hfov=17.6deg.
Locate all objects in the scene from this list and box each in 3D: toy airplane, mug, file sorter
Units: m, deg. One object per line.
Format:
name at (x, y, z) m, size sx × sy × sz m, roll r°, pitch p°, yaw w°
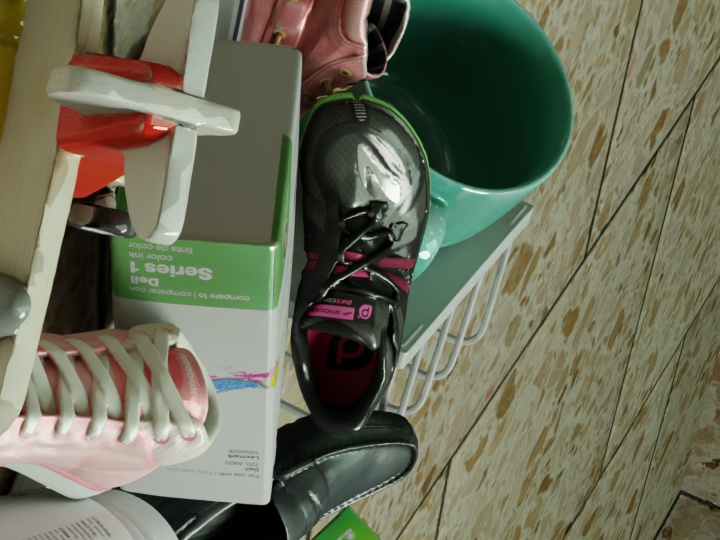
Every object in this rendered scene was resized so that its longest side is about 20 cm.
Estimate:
toy airplane at (-0.132, -0.064, 0.915) m, size 0.200 × 0.141 × 0.199 m, roll -98°, pitch -154°, yaw -47°
mug at (0.025, -0.083, 1.392) m, size 0.185 × 0.152 × 0.114 m, roll -35°, pitch 178°, yaw -39°
file sorter at (-0.004, 0.023, 1.463) m, size 0.200 × 0.139 × 0.125 m, roll -46°, pitch 157°, yaw -51°

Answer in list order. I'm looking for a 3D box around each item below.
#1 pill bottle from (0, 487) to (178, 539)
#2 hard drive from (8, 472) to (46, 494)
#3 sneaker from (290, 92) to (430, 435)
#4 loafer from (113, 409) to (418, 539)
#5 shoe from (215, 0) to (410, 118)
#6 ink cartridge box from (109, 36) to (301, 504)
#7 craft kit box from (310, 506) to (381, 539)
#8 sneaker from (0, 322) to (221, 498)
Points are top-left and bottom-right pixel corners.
pill bottle at (-0.171, 0.167, 1.126) m, size 0.200 × 0.113 × 0.114 m, roll -10°, pitch 122°, yaw -65°
hard drive at (-0.169, 0.146, 1.292) m, size 0.200 × 0.027 × 0.132 m, roll -68°, pitch 165°, yaw 0°
sneaker at (0.000, 0.000, 1.265) m, size 0.084 × 0.077 × 0.200 m, roll -89°, pitch 179°, yaw -66°
loafer at (-0.051, 0.133, 1.320) m, size 0.200 × 0.070 × 0.068 m, roll -16°, pitch 135°, yaw -24°
shoe at (-0.032, -0.109, 1.269) m, size 0.071 × 0.091 × 0.200 m, roll -49°, pitch 156°, yaw -48°
ink cartridge box at (-0.078, 0.003, 1.199) m, size 0.200 × 0.084 × 0.145 m, roll 94°, pitch 0°, yaw -46°
craft kit box at (-0.070, 0.252, 1.548) m, size 0.198 × 0.049 × 0.200 m, roll -45°, pitch 171°, yaw -13°
sneaker at (-0.135, 0.053, 1.069) m, size 0.200 × 0.104 × 0.076 m, roll 28°, pitch 46°, yaw -61°
